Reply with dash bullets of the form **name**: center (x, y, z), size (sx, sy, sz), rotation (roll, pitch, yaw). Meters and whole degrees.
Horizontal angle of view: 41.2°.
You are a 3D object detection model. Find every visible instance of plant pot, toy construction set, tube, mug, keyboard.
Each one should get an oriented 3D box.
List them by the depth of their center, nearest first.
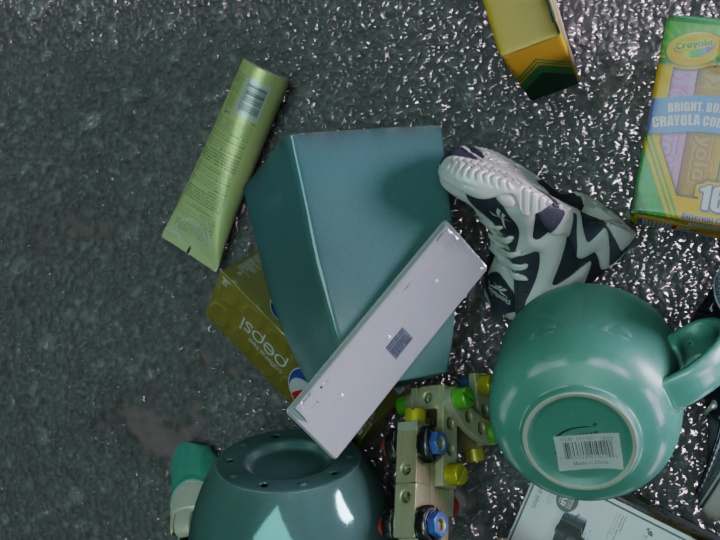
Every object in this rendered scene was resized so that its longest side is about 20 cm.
- **keyboard**: center (0.024, 0.051, 0.748), size (0.056, 0.011, 0.200), rotation (47, 73, -22)
- **mug**: center (0.184, 0.092, 0.751), size (0.151, 0.115, 0.186), rotation (32, 120, 1)
- **toy construction set**: center (0.079, 0.178, 0.795), size (0.091, 0.130, 0.203), rotation (-27, 57, 30)
- **plant pot**: center (-0.057, 0.233, 0.810), size (0.197, 0.200, 0.164), rotation (2, 105, 17)
- **plant pot**: center (0.000, 0.000, 0.813), size (0.139, 0.141, 0.203), rotation (-7, 79, -24)
- **tube**: center (-0.132, -0.106, 0.946), size (0.051, 0.058, 0.202), rotation (20, 100, -25)

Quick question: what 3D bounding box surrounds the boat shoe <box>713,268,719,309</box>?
- **boat shoe**: center (0.366, 0.002, 0.722), size (0.197, 0.070, 0.072), rotation (0, 69, -18)

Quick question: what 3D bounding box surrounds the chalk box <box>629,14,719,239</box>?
- **chalk box**: center (0.294, -0.130, 0.770), size (0.122, 0.124, 0.203), rotation (10, 91, 17)

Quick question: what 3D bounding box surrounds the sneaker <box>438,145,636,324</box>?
- **sneaker**: center (0.126, -0.016, 0.806), size (0.131, 0.197, 0.080), rotation (-60, 39, 19)

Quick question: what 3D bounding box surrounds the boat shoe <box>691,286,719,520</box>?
- **boat shoe**: center (0.302, 0.096, 0.793), size (0.092, 0.075, 0.202), rotation (26, 88, 23)

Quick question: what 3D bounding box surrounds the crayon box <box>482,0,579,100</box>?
- **crayon box**: center (0.131, -0.225, 0.783), size (0.051, 0.200, 0.128), rotation (-17, 83, 16)

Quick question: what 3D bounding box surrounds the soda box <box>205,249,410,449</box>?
- **soda box**: center (-0.052, 0.075, 0.891), size (0.200, 0.064, 0.068), rotation (45, 135, 14)

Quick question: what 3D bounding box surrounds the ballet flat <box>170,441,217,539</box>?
- **ballet flat**: center (-0.148, 0.264, 0.925), size (0.066, 0.070, 0.203), rotation (-19, 83, 16)

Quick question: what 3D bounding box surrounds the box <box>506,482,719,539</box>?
- **box**: center (0.224, 0.254, 0.813), size (0.198, 0.060, 0.118), rotation (24, 95, 17)
